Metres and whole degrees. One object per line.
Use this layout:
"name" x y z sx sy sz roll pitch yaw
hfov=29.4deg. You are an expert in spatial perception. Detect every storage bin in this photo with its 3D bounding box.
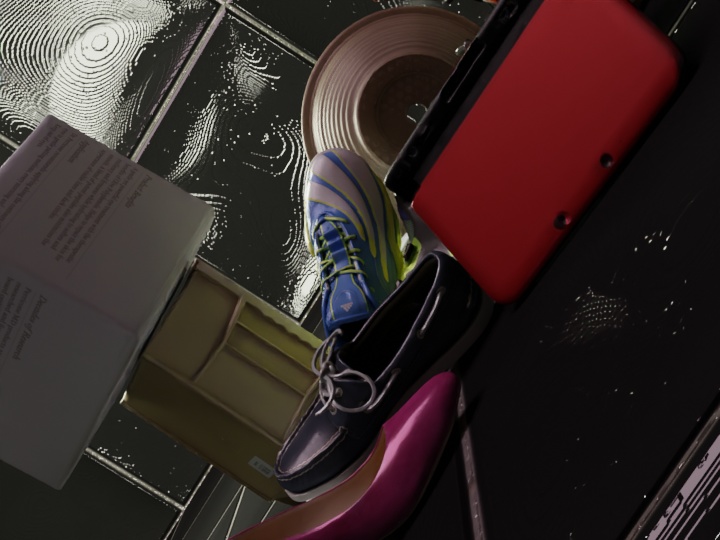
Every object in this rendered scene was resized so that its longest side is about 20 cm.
"storage bin" -0.096 0.108 1.180 0.094 0.198 0.200 -58 4 -23

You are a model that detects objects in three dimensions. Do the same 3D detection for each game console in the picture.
"game console" 0.116 -0.110 0.895 0.200 0.118 0.172 -55 0 28

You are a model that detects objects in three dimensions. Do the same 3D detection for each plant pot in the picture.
"plant pot" 0.048 -0.129 1.165 0.202 0.200 0.093 -58 1 0

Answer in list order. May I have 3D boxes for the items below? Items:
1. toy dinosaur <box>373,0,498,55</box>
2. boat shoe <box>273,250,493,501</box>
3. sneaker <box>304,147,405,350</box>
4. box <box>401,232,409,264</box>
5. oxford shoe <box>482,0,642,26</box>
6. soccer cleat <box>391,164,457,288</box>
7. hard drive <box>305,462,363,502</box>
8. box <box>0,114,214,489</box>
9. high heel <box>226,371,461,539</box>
"toy dinosaur" 0.111 -0.217 0.998 0.136 0.198 0.103 96 -171 -72
"boat shoe" 0.005 0.072 0.932 0.200 0.062 0.075 -45 35 11
"sneaker" 0.000 0.000 1.039 0.075 0.202 0.105 -15 -4 2
"box" 0.023 0.045 1.204 0.117 0.060 0.200 -60 4 -25
"oxford shoe" 0.185 -0.211 1.176 0.071 0.073 0.200 -46 19 -15
"soccer cleat" 0.067 -0.012 1.044 0.064 0.084 0.201 -30 40 22
"hard drive" -0.024 0.184 0.968 0.132 0.026 0.200 -55 5 35
"box" -0.254 0.024 1.140 0.201 0.171 0.199 -58 6 34
"high heel" -0.022 0.131 0.824 0.201 0.096 0.067 -58 4 8
